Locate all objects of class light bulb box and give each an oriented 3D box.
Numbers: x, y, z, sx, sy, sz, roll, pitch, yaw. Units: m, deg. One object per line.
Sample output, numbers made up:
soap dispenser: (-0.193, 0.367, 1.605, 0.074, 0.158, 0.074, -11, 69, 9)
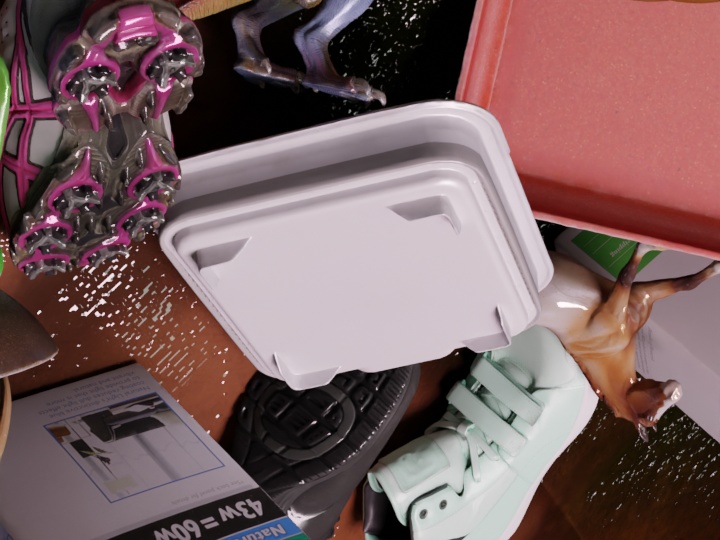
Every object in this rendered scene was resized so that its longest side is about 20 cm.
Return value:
light bulb box: (-0.111, 0.189, 0.862, 0.124, 0.200, 0.200, -17, 131, -35)

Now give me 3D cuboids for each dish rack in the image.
dish rack: (0.000, 0.000, 0.856, 0.170, 0.044, 0.200, -13, 151, 11)

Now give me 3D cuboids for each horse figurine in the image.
horse figurine: (0.108, 0.001, 0.985, 0.133, 0.199, 0.050, -57, -171, 46)

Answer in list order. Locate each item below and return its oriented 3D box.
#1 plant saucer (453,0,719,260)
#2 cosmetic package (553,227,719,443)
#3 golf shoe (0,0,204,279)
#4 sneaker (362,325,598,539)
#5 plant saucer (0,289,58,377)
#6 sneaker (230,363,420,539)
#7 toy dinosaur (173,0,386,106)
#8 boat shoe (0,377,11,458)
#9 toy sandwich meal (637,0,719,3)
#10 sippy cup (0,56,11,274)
plant saucer: (0.154, -0.115, 0.895, 0.037, 0.198, 0.202, -70, 172, -82)
cosmetic package: (0.220, 0.030, 1.051, 0.107, 0.200, 0.085, -40, 146, -14)
golf shoe: (-0.115, -0.073, 0.747, 0.072, 0.093, 0.200, -12, 152, -26)
sneaker: (0.067, 0.095, 1.056, 0.118, 0.074, 0.202, -11, 130, -45)
plant saucer: (-0.213, 0.029, 0.666, 0.199, 0.199, 0.032, -9, 95, -39)
sneaker: (-0.036, 0.113, 0.990, 0.200, 0.076, 0.091, -48, 152, 8)
toy dinosaur: (0.006, -0.166, 0.788, 0.199, 0.105, 0.183, 18, 87, -37)
boat shoe: (-0.199, 0.088, 0.733, 0.071, 0.070, 0.201, 73, 21, -43)
toy sandwich meal: (0.141, -0.217, 0.806, 0.204, 0.070, 0.207, 8, 76, -35)
sippy cup: (-0.196, -0.058, 0.633, 0.138, 0.178, 0.132, 0, 98, -8)
